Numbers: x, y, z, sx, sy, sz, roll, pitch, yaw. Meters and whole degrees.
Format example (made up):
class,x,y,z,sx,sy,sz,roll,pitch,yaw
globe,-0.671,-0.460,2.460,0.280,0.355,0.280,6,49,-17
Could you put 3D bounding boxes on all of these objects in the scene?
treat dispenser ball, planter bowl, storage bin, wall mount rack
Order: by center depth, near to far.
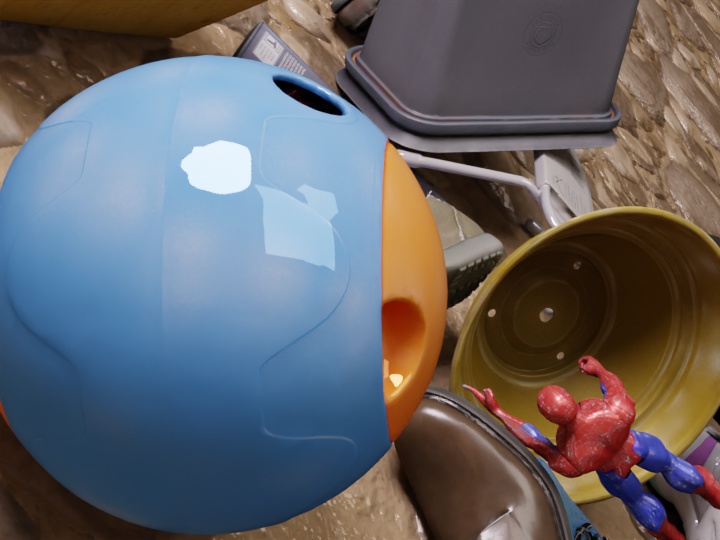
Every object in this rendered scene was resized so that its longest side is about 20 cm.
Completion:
class,x,y,z,sx,sy,sz,roll,pitch,yaw
treat dispenser ball,-0.063,0.010,0.578,0.201,0.201,0.201,32,37,-29
planter bowl,0.133,0.042,0.856,0.200,0.201,0.083,33,8,-28
storage bin,0.098,-0.177,0.956,0.200,0.135,0.146,-3,36,-30
wall mount rack,0.105,-0.065,0.971,0.174,0.075,0.200,48,23,-21

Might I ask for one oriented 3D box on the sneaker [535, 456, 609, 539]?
class,x,y,z,sx,sy,sz,roll,pitch,yaw
sneaker,0.156,0.186,0.790,0.200,0.090,0.078,52,32,4

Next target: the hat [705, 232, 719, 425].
class,x,y,z,sx,sy,sz,roll,pitch,yaw
hat,0.265,0.029,1.007,0.201,0.081,0.201,48,-12,13

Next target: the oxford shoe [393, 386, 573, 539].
class,x,y,z,sx,sy,sz,roll,pitch,yaw
oxford shoe,0.072,0.154,0.733,0.084,0.073,0.200,-20,75,-55

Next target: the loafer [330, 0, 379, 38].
class,x,y,z,sx,sy,sz,roll,pitch,yaw
loafer,0.046,-0.208,1.056,0.063,0.072,0.200,58,30,-2

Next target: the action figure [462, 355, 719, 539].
class,x,y,z,sx,sy,sz,roll,pitch,yaw
action figure,0.139,0.095,0.800,0.099,0.065,0.200,46,5,39

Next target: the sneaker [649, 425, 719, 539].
class,x,y,z,sx,sy,sz,roll,pitch,yaw
sneaker,0.278,0.142,0.940,0.078,0.140,0.200,15,48,-44

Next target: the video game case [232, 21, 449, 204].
class,x,y,z,sx,sy,sz,roll,pitch,yaw
video game case,-0.016,-0.059,0.878,0.200,0.019,0.143,44,33,-16

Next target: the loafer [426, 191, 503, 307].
class,x,y,z,sx,sy,sz,roll,pitch,yaw
loafer,0.000,0.000,0.790,0.200,0.075,0.070,-15,59,-49

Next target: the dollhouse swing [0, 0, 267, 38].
class,x,y,z,sx,sy,sz,roll,pitch,yaw
dollhouse swing,-0.152,-0.232,0.745,0.200,0.181,0.176,-5,83,-53
